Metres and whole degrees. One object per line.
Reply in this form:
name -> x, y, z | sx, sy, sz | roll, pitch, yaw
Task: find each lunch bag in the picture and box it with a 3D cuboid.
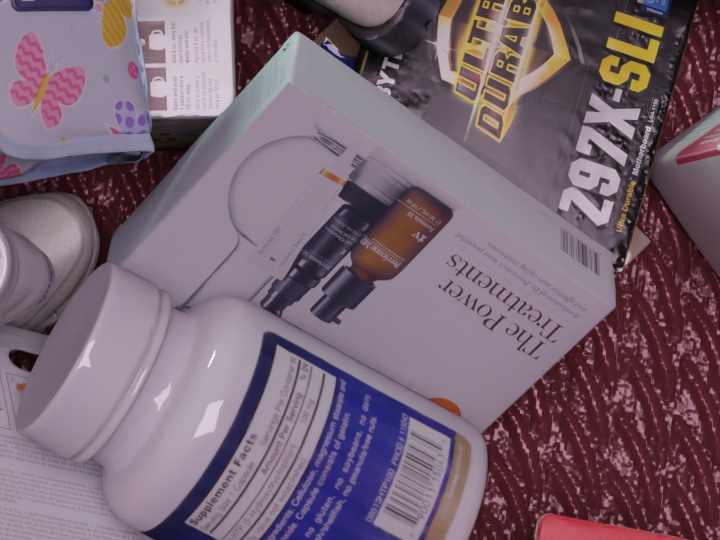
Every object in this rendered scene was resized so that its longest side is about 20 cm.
lunch bag -> -0.200, -0.122, 1.183 | 0.200, 0.127, 0.170 | -5, 86, -12

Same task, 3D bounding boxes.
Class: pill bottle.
pill bottle -> -0.052, 0.081, 1.225 | 0.200, 0.120, 0.120 | 30, 81, -16

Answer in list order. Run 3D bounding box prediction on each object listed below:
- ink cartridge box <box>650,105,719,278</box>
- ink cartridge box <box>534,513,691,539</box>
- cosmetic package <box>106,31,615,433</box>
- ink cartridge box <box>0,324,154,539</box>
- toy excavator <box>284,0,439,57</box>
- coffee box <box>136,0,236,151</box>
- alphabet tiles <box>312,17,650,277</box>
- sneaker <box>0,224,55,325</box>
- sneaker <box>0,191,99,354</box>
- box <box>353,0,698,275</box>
ink cartridge box -> 0.258, -0.083, 1.318 | 0.200, 0.147, 0.083 | -36, 94, -8
ink cartridge box -> 0.121, 0.229, 1.311 | 0.116, 0.067, 0.200 | 11, 82, -4
cosmetic package -> 0.000, 0.000, 1.269 | 0.200, 0.052, 0.151 | 34, 121, -19
ink cartridge box -> -0.140, 0.118, 1.249 | 0.162, 0.050, 0.200 | 16, 37, -33
toy excavator -> 0.032, -0.206, 1.265 | 0.100, 0.194, 0.200 | 28, 94, -45
coffee box -> -0.164, -0.102, 1.301 | 0.200, 0.114, 0.080 | -2, 84, -6
alphabet tiles -> 0.047, -0.051, 1.368 | 0.200, 0.006, 0.166 | 45, 81, 1
sneaker -> -0.236, 0.015, 1.223 | 0.200, 0.100, 0.075 | -5, 84, 20
sneaker -> -0.220, 0.019, 1.299 | 0.200, 0.081, 0.075 | -28, 85, -9
box -> 0.082, -0.110, 1.350 | 0.160, 0.049, 0.200 | 19, 78, -6
